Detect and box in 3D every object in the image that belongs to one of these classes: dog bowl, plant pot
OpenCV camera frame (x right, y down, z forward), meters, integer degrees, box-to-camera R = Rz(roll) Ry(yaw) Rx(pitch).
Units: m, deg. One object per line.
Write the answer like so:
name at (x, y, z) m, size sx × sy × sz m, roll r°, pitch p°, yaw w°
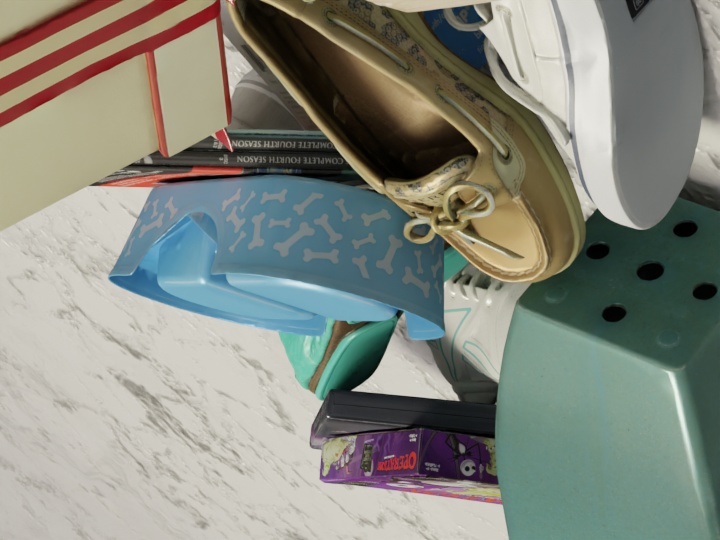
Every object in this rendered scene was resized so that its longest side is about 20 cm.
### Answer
dog bowl at (-0.036, -0.006, 1.014) m, size 0.111 × 0.050 × 0.200 m, roll 19°, pitch 170°, yaw -32°
plant pot at (0.148, 0.069, 1.010) m, size 0.141 × 0.141 × 0.200 m, roll 23°, pitch 147°, yaw 35°

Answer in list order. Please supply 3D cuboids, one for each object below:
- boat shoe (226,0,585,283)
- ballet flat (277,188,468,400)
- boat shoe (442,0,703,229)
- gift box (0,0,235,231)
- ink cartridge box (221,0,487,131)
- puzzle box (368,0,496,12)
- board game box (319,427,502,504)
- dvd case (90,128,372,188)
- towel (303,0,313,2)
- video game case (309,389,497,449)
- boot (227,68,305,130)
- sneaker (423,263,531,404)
boat shoe at (0.016, -0.059, 0.900) m, size 0.073 × 0.063 × 0.200 m, roll -26°, pitch 117°, yaw 40°
ballet flat at (0.000, 0.000, 1.112) m, size 0.071 × 0.067 × 0.200 m, roll 60°, pitch 151°, yaw 13°
boat shoe at (0.075, -0.104, 0.873) m, size 0.086 × 0.075 × 0.202 m, roll 21°, pitch 149°, yaw 38°
gift box at (-0.145, -0.116, 0.855) m, size 0.200 × 0.186 × 0.185 m, roll 50°, pitch 159°, yaw 27°
ink cartridge box at (-0.037, -0.156, 0.956) m, size 0.200 × 0.068 × 0.116 m, roll 49°, pitch 156°, yaw -22°
puzzle box at (0.074, -0.156, 0.696) m, size 0.025 × 0.134 × 0.200 m, roll 9°, pitch 174°, yaw -37°
board game box at (0.092, 0.111, 1.177) m, size 0.199 × 0.032 × 0.120 m, roll 10°, pitch 174°, yaw -24°
dvd case at (-0.047, -0.052, 1.044) m, size 0.199 × 0.022 × 0.146 m, roll 1°, pitch 179°, yaw -24°
towel at (-0.046, -0.191, 0.794) m, size 0.036 × 0.200 × 0.148 m, roll -31°, pitch 116°, yaw 20°
video game case at (0.047, 0.089, 1.204) m, size 0.142 × 0.019 × 0.200 m, roll 6°, pitch 172°, yaw -3°
boot at (-0.068, -0.028, 1.212) m, size 0.073 × 0.096 × 0.200 m, roll 32°, pitch 157°, yaw 16°
sneaker at (0.068, 0.019, 1.125) m, size 0.080 × 0.070 × 0.200 m, roll 45°, pitch 159°, yaw -1°
